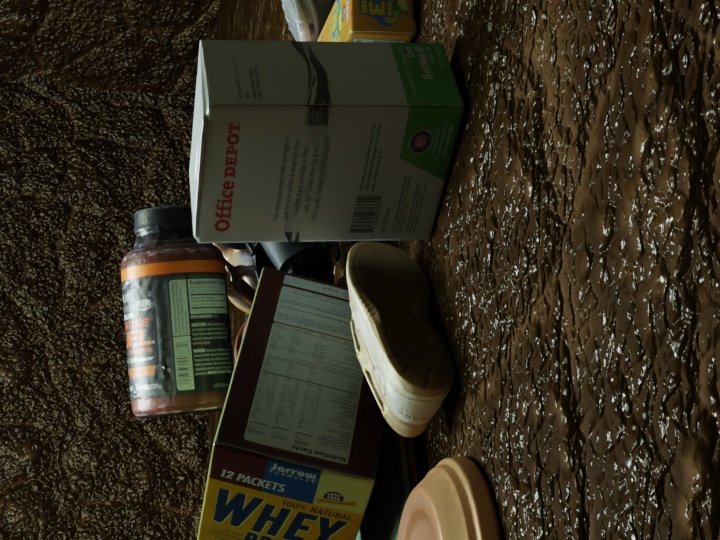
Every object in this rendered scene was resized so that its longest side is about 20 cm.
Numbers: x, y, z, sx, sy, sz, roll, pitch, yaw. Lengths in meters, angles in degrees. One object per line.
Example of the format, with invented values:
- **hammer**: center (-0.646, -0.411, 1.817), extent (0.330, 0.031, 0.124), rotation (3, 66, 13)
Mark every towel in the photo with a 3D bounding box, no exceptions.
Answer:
- **towel**: center (0.023, 0.220, 1.092), extent (0.202, 0.021, 0.148), rotation (106, 163, -46)

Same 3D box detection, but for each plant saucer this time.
- **plant saucer**: center (0.057, 0.234, 0.871), extent (0.200, 0.037, 0.204), rotation (-178, 90, -79)

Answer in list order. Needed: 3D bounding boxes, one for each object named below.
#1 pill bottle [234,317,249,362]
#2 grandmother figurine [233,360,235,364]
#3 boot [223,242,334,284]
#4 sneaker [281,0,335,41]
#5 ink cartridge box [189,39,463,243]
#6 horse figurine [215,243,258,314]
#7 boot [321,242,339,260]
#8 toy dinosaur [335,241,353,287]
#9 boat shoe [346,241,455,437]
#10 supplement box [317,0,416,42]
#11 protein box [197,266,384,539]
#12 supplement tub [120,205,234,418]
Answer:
- **pill bottle**: center (-0.083, 0.085, 1.431), extent (0.200, 0.110, 0.114), rotation (139, 133, -76)
- **grandmother figurine**: center (-0.144, 0.127, 1.392), extent (0.199, 0.121, 0.061), rotation (37, 99, 33)
- **boot**: center (-0.091, -0.025, 1.215), extent (0.169, 0.076, 0.201), rotation (58, 166, 22)
- **sneaker**: center (-0.026, -0.237, 1.343), extent (0.201, 0.081, 0.076), rotation (76, 169, -66)
- **ink cartridge box**: center (-0.033, -0.100, 0.973), extent (0.147, 0.196, 0.085), rotation (104, 160, -46)
- **horse figurine**: center (-0.132, -0.004, 1.357), extent (0.050, 0.132, 0.201), rotation (-48, 25, 12)
- **boot**: center (-0.071, -0.036, 1.399), extent (0.073, 0.090, 0.200), rotation (56, 161, 8)
- **toy dinosaur**: center (0.000, 0.000, 1.208), extent (0.108, 0.060, 0.200), rotation (-70, 24, 8)
- **boat shoe**: center (0.022, 0.052, 0.996), extent (0.201, 0.072, 0.070), rotation (-104, 26, -54)
- **supplement box**: center (0.001, -0.221, 1.185), extent (0.200, 0.068, 0.068), rotation (139, 130, -73)
- **protein box**: center (-0.055, 0.149, 1.101), extent (0.202, 0.133, 0.200), rotation (-78, 2, -46)
- **supplement tub**: center (-0.182, 0.041, 1.222), extent (0.107, 0.105, 0.204), rotation (149, 116, -77)
